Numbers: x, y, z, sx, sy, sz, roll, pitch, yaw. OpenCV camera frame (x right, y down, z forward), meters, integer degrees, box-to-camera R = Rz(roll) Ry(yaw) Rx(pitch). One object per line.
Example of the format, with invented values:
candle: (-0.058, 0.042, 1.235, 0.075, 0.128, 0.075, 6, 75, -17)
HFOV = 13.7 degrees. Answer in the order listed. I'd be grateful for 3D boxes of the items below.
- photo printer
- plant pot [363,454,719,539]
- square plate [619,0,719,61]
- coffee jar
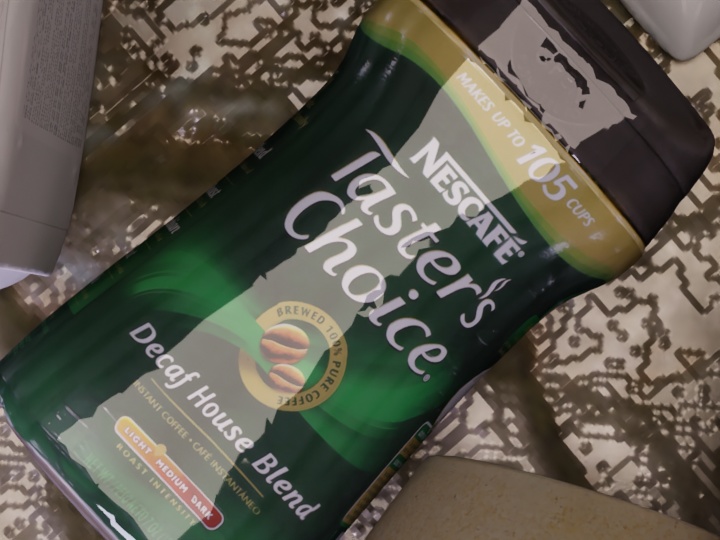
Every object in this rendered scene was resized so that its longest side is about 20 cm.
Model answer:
photo printer: (-0.110, -0.077, 0.784, 0.069, 0.200, 0.167, 7, 90, 1)
plant pot: (0.032, 0.158, 0.796, 0.186, 0.187, 0.201, 17, 81, 1)
square plate: (0.102, -0.199, 0.868, 0.198, 0.028, 0.200, -41, 89, 0)
coffee jar: (0.000, 0.000, 0.837, 0.200, 0.085, 0.104, -44, 90, -1)
